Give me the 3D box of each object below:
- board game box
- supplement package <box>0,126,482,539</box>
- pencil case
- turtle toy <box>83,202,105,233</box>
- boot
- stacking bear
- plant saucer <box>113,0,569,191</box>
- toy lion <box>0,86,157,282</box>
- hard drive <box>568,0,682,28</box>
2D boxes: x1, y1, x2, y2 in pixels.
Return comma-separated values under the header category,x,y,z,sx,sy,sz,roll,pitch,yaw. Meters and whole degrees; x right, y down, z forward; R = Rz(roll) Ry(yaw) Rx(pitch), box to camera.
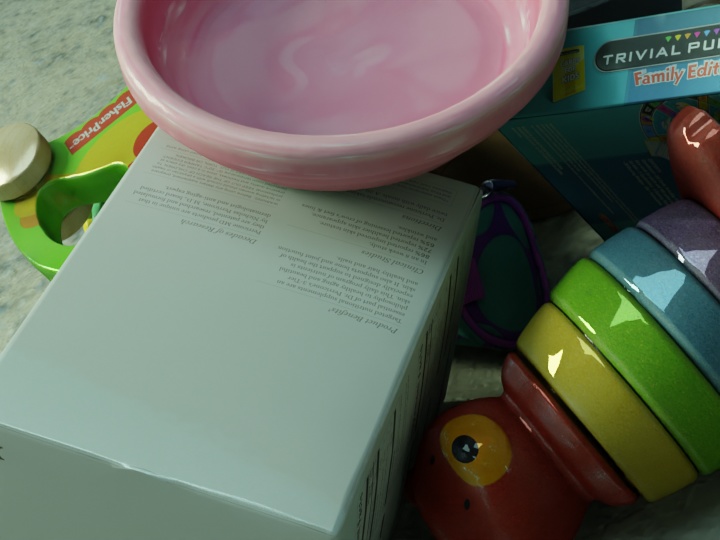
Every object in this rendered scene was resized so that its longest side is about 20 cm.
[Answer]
category,x,y,z,sx,sy,sz,roll,pitch,yaw
board game box,0.183,-0.063,0.661,0.199,0.151,0.047,-4,64,35
supplement package,-0.052,0.059,0.632,0.151,0.151,0.200,16,46,10
pencil case,0.000,0.000,0.781,0.199,0.086,0.092,-2,-4,39
turtle toy,-0.105,-0.063,0.930,0.200,0.101,0.146,-41,33,-9
boot,0.137,-0.105,0.853,0.199,0.070,0.146,-19,24,27
stacking bear,0.107,0.050,0.610,0.200,0.114,0.122,-40,58,2
plant saucer,-0.008,-0.105,0.644,0.199,0.051,0.201,-3,49,3
toy lion,-0.101,-0.057,0.804,0.200,0.069,0.192,-38,47,0
hard drive,0.065,-0.157,0.768,0.199,0.042,0.135,-21,62,-22
